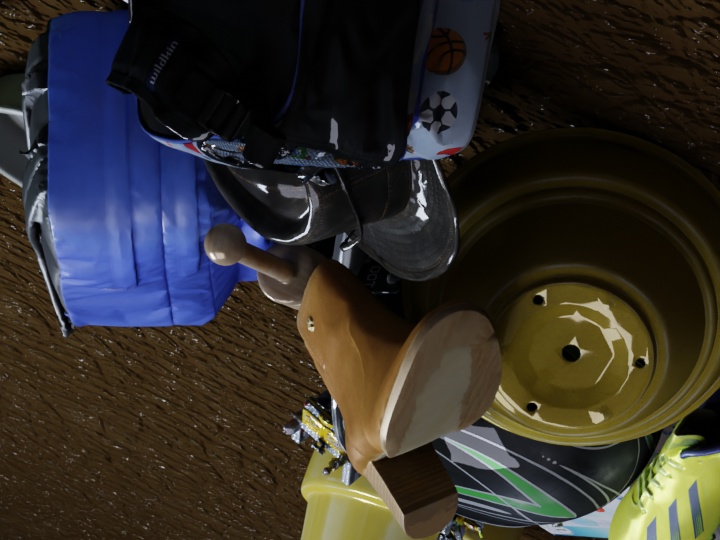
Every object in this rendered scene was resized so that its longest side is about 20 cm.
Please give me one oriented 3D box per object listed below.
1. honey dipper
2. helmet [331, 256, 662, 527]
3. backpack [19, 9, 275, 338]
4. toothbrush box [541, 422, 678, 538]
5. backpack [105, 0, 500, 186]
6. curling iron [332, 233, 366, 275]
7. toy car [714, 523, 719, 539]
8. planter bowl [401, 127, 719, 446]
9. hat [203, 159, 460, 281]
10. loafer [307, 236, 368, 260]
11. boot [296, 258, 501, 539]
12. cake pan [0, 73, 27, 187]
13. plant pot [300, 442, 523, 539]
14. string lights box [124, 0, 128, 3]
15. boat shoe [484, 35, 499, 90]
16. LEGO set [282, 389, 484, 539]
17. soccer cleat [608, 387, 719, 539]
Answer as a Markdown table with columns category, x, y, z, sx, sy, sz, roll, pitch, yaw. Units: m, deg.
| category | x | y | z | sx | sy | sz | roll | pitch | yaw |
| --- | --- | --- | --- | --- | --- | --- | --- | --- | --- |
| honey dipper | -0.054 | -0.006 | 1.404 | 0.038 | 0.038 | 0.200 | 19 | 177 | 14 |
| helmet | 0.095 | 0.064 | 1.558 | 0.190 | 0.200 | 0.200 | 15 | 162 | 17 |
| backpack | -0.117 | -0.070 | 1.482 | 0.168 | 0.163 | 0.200 | -7 | 160 | 1 |
| toothbrush box | 0.165 | 0.130 | 1.838 | 0.146 | 0.085 | 0.200 | 33 | 159 | -28 |
| backpack | -0.028 | -0.129 | 1.154 | 0.154 | 0.200 | 0.190 | 18 | 172 | -32 |
| curling iron | 0.000 | 0.000 | 1.613 | 0.026 | 0.050 | 0.200 | -125 | 26 | -47 |
| toy car | 0.284 | 0.114 | 1.557 | 0.200 | 0.175 | 0.150 | -2 | 114 | 56 |
| planter bowl | 0.118 | 0.029 | 1.385 | 0.200 | 0.201 | 0.083 | 25 | -153 | -5 |
| hat | -0.035 | -0.064 | 1.341 | 0.201 | 0.081 | 0.201 | 49 | 158 | 28 |
| loafer | -0.046 | -0.026 | 1.652 | 0.200 | 0.073 | 0.071 | 32 | 160 | -27 |
| boot | 0.011 | 0.042 | 1.383 | 0.144 | 0.071 | 0.201 | 58 | 157 | 33 |
| cake pan | -0.180 | -0.076 | 1.741 | 0.200 | 0.037 | 0.200 | 22 | 163 | 7 |
| plant pot | 0.025 | 0.260 | 2.246 | 0.201 | 0.189 | 0.201 | 21 | 162 | 7 |
| string lights box | -0.151 | -0.211 | 1.247 | 0.200 | 0.059 | 0.103 | 34 | 159 | -32 |
| boat shoe | 0.028 | -0.089 | 1.385 | 0.066 | 0.075 | 0.199 | -19 | 163 | -18 |
| LEGO set | 0.033 | 0.103 | 1.734 | 0.200 | 0.116 | 0.154 | 43 | 150 | 17 |
| soccer cleat | 0.200 | 0.110 | 1.490 | 0.084 | 0.065 | 0.200 | 12 | 137 | -34 |
